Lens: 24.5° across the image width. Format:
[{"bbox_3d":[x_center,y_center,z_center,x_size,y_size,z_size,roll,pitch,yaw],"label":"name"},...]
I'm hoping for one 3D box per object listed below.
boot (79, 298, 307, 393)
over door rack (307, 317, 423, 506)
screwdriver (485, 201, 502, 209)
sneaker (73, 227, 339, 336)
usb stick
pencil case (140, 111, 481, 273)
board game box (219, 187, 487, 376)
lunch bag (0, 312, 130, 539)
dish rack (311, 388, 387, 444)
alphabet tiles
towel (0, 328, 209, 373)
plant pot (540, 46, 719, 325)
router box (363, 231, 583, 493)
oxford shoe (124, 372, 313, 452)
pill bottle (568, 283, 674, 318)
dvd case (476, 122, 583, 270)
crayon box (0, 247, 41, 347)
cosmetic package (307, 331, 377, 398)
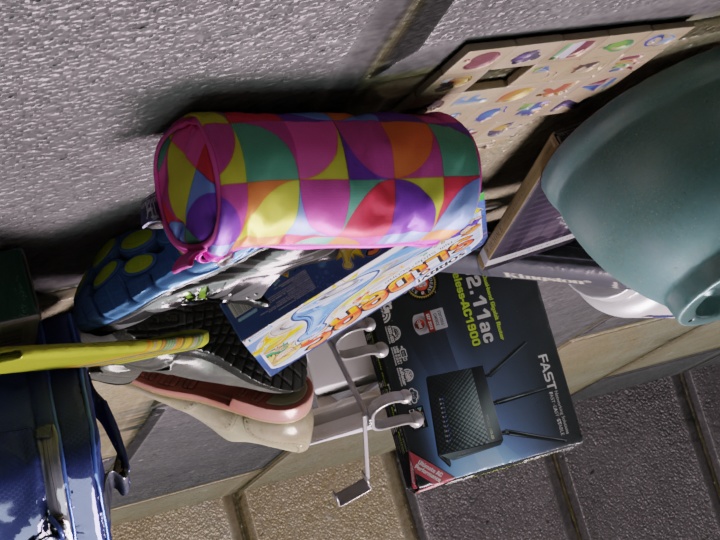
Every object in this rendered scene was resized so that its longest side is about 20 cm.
[{"bbox_3d":[-0.151,0.063,1.330,0.199,0.068,0.130,20,151,-37],"label":"boot"},{"bbox_3d":[-0.011,0.087,1.385,0.066,0.148,0.200,-19,156,-19],"label":"over door rack"},{"bbox_3d":[0.035,-0.036,1.286,0.199,0.028,0.029,-15,-173,-42],"label":"screwdriver"},{"bbox_3d":[-0.102,0.003,1.090,0.199,0.071,0.083,-22,135,17],"label":"sneaker"},{"bbox_3d":[0.144,-0.009,1.348,0.199,0.033,0.055,5,159,14],"label":"usb stick"},{"bbox_3d":[-0.025,-0.048,0.951,0.199,0.089,0.088,-6,165,-36],"label":"pencil case"},{"bbox_3d":[0.000,0.000,1.216,0.200,0.035,0.135,-32,165,-2],"label":"board game box"},{"bbox_3d":[-0.237,0.128,1.189,0.132,0.200,0.136,-11,126,-12],"label":"lunch bag"},{"bbox_3d":[0.050,0.117,1.565,0.171,0.044,0.200,-20,173,36],"label":"dish rack"},{"bbox_3d":[0.088,-0.107,1.046,0.167,0.008,0.200,-11,168,-29],"label":"alphabet tiles"},{"bbox_3d":[-0.189,0.052,1.097,0.086,0.018,0.200,-13,174,29],"label":"towel"},{"bbox_3d":[0.242,-0.046,1.140,0.200,0.135,0.200,-21,160,-8],"label":"plant pot"},{"bbox_3d":[0.089,0.076,1.424,0.149,0.201,0.062,-15,173,-10],"label":"router box"},{"bbox_3d":[-0.131,0.109,1.404,0.199,0.074,0.071,17,-137,25],"label":"oxford shoe"},{"bbox_3d":[0.248,-0.014,1.459,0.111,0.111,0.200,-22,167,27],"label":"pill bottle"},{"bbox_3d":[0.178,-0.068,1.232,0.148,0.016,0.200,-18,160,-20],"label":"dvd case"},{"bbox_3d":[-0.314,0.045,1.082,0.199,0.052,0.126,-14,169,-17],"label":"crayon box"},{"bbox_3d":[0.041,0.051,1.546,0.199,0.085,0.108,-17,173,-1],"label":"cosmetic package"}]
